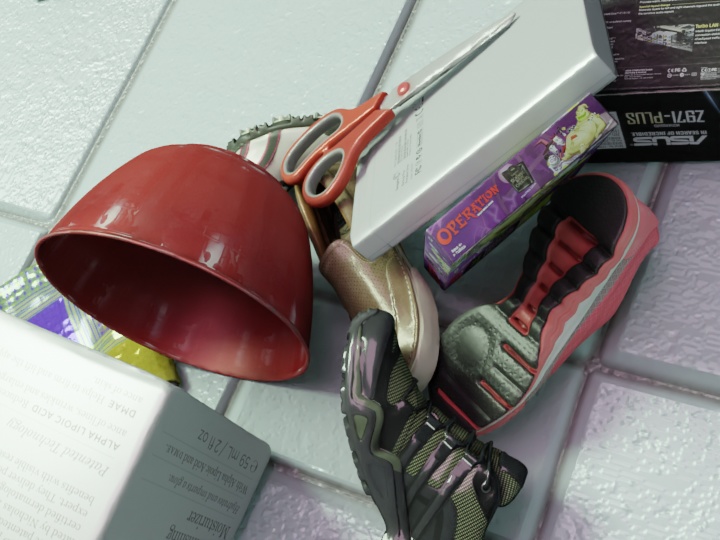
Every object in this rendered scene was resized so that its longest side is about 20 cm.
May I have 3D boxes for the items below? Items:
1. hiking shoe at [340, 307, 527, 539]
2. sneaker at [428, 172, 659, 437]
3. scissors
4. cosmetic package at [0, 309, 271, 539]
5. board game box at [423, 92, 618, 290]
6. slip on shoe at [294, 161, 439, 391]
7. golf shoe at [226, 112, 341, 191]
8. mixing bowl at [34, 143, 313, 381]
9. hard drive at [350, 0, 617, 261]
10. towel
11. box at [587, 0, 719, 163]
[{"bbox_3d":[0.049,0.116,0.675,0.100,0.076,0.202,-14,88,4],"label":"hiking shoe"},{"bbox_3d":[0.125,0.034,0.709,0.201,0.086,0.074,-54,51,19],"label":"sneaker"},{"bbox_3d":[0.019,-0.122,0.765,0.200,0.014,0.073,-44,41,15],"label":"scissors"},{"bbox_3d":[-0.190,0.158,0.707,0.164,0.165,0.201,18,76,25],"label":"cosmetic package"},{"bbox_3d":[0.092,-0.041,0.692,0.120,0.200,0.032,-44,84,-2],"label":"board game box"},{"bbox_3d":[0.000,0.000,0.768,0.076,0.060,0.201,-52,40,41],"label":"slip on shoe"},{"bbox_3d":[-0.086,-0.065,0.867,0.198,0.077,0.089,-17,83,12],"label":"golf shoe"},{"bbox_3d":[-0.111,-0.017,0.763,0.199,0.200,0.109,8,63,27],"label":"mixing bowl"},{"bbox_3d":[0.074,-0.105,0.720,0.200,0.027,0.132,-38,28,30],"label":"hard drive"},{"bbox_3d":[-0.229,0.056,0.881,0.143,0.023,0.201,-32,55,6],"label":"towel"},{"bbox_3d":[0.218,-0.166,0.765,0.198,0.086,0.165,1,64,24],"label":"box"}]
